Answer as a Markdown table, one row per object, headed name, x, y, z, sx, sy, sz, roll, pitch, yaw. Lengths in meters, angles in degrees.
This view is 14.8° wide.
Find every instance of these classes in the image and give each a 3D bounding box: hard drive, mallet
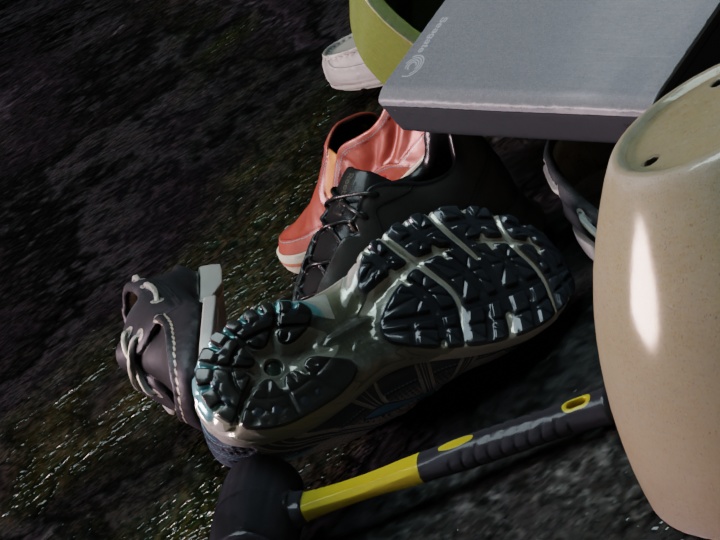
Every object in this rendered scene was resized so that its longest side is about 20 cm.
| name | x | y | z | sx | sy | sz | roll | pitch | yaw |
| --- | --- | --- | --- | --- | --- | --- | --- | --- | --- |
| hard drive | 0.113 | -0.122 | 1.344 | 0.200 | 0.033 | 0.140 | 6 | 55 | 52 |
| mallet | 0.019 | 0.096 | 1.224 | 0.199 | 0.041 | 0.066 | -17 | 30 | 26 |

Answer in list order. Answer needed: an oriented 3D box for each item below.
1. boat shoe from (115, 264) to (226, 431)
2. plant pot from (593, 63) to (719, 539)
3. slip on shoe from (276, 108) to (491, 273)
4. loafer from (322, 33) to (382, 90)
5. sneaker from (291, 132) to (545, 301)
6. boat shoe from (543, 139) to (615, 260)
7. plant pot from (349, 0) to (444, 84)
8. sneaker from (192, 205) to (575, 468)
| name | x | y | z | sx | sy | sz | roll | pitch | yaw |
| --- | --- | --- | --- | --- | --- | --- | --- | --- | --- |
| boat shoe | -0.099 | 0.040 | 1.456 | 0.060 | 0.074 | 0.200 | -5 | 17 | -3 |
| plant pot | 0.170 | -0.010 | 1.090 | 0.200 | 0.135 | 0.200 | -28 | 19 | 11 |
| slip on shoe | 0.006 | -0.056 | 1.520 | 0.074 | 0.061 | 0.200 | -38 | -1 | -35 |
| loafer | 0.057 | -0.178 | 1.773 | 0.199 | 0.070 | 0.070 | -26 | 20 | 19 |
| sneaker | 0.000 | 0.000 | 1.399 | 0.200 | 0.091 | 0.076 | -42 | 25 | -23 |
| boat shoe | 0.138 | -0.030 | 1.301 | 0.076 | 0.060 | 0.200 | -37 | 19 | -13 |
| plant pot | 0.067 | -0.176 | 1.572 | 0.200 | 0.200 | 0.190 | -38 | -6 | -15 |
| sneaker | 0.008 | 0.035 | 1.323 | 0.199 | 0.078 | 0.086 | -21 | -24 | -18 |
